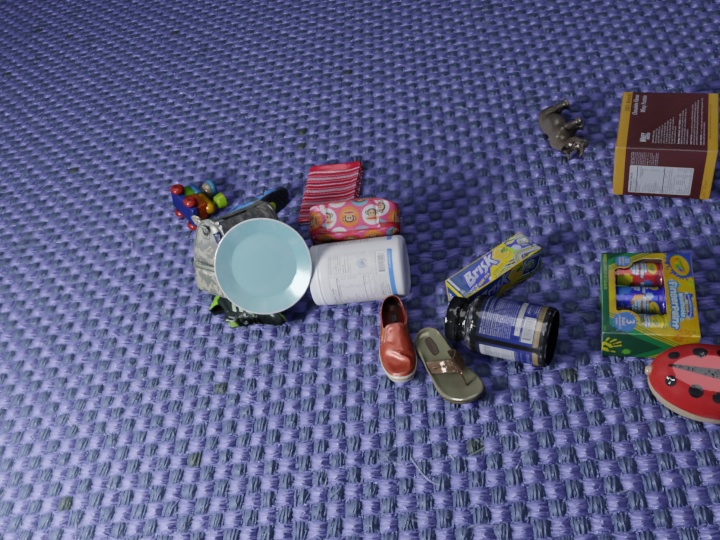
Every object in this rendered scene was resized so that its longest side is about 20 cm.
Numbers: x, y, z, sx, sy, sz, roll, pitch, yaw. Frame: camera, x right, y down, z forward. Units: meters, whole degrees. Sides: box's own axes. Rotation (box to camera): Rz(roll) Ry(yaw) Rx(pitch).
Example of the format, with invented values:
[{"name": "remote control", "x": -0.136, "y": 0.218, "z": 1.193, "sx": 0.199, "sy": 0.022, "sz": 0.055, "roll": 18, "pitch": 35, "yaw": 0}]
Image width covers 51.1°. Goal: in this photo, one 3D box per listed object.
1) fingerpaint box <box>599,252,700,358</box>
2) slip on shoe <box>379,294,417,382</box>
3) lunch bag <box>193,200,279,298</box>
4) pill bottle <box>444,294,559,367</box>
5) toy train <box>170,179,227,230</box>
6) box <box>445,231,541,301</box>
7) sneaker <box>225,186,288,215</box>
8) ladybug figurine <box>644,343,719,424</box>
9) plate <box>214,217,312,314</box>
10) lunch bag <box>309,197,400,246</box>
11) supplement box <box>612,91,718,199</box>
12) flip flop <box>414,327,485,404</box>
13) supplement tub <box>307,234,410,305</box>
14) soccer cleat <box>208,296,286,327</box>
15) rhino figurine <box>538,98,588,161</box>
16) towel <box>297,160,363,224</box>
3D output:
[{"name": "fingerpaint box", "x": 0.535, "y": 0.061, "z": 1.409, "sx": 0.165, "sy": 0.074, "sz": 0.201, "roll": 2, "pitch": 49, "yaw": 16}, {"name": "slip on shoe", "x": 0.069, "y": 0.132, "z": 1.485, "sx": 0.073, "sy": 0.061, "sz": 0.201, "roll": -9, "pitch": 48, "yaw": 5}, {"name": "lunch bag", "x": -0.262, "y": -0.052, "z": 1.630, "sx": 0.138, "sy": 0.169, "sz": 0.199, "roll": 13, "pitch": 27, "yaw": 32}, {"name": "pill bottle", "x": 0.264, "y": 0.107, "z": 1.417, "sx": 0.198, "sy": 0.112, "sz": 0.112, "roll": 11, "pitch": 52, "yaw": 24}, {"name": "toy train", "x": -0.380, "y": -0.155, "z": 1.869, "sx": 0.115, "sy": 0.085, "sz": 0.200, "roll": -26, "pitch": 45, "yaw": -27}, {"name": "box", "x": 0.273, "y": 0.008, "z": 1.539, "sx": 0.199, "sy": 0.065, "sz": 0.070, "roll": -33, "pitch": 48, "yaw": -14}, {"name": "sneaker", "x": -0.267, "y": -0.151, "z": 1.837, "sx": 0.200, "sy": 0.066, "sz": 0.078, "roll": -38, "pitch": 46, "yaw": -19}, {"name": "ladybug figurine", "x": 0.584, "y": 0.184, "z": 1.268, "sx": 0.198, "sy": 0.072, "sz": 0.137, "roll": 5, "pitch": 66, "yaw": 20}, {"name": "plate", "x": -0.196, "y": -0.010, "z": 1.528, "sx": 0.198, "sy": 0.202, "sz": 0.026, "roll": -15, "pitch": 16, "yaw": 2}, {"name": "lunch bag", "x": -0.012, "y": -0.093, "z": 1.645, "sx": 0.198, "sy": 0.176, "sz": 0.083, "roll": -4, "pitch": 76, "yaw": 1}, {"name": "supplement box", "x": 0.663, "y": -0.275, "z": 1.643, "sx": 0.198, "sy": 0.133, "sz": 0.198, "roll": 6, "pitch": 50, "yaw": 20}, {"name": "flip flop", "x": 0.162, "y": 0.172, "z": 1.423, "sx": 0.080, "sy": 0.058, "sz": 0.201, "roll": -25, "pitch": 46, "yaw": -8}, {"name": "supplement tub", "x": 0.000, "y": 0.000, "z": 1.577, "sx": 0.198, "sy": 0.133, "sz": 0.133, "roll": -6, "pitch": 47, "yaw": 11}, {"name": "soccer cleat", "x": -0.241, "y": 0.093, "z": 1.612, "sx": 0.199, "sy": 0.068, "sz": 0.081, "roll": 17, "pitch": 64, "yaw": 36}, {"name": "rhino figurine", "x": 0.485, "y": -0.329, "z": 1.791, "sx": 0.087, "sy": 0.060, "sz": 0.201, "roll": -29, "pitch": 45, "yaw": 15}, {"name": "towel", "x": -0.072, "y": -0.192, "z": 1.850, "sx": 0.143, "sy": 0.023, "sz": 0.201, "roll": -4, "pitch": 48, "yaw": 14}]
